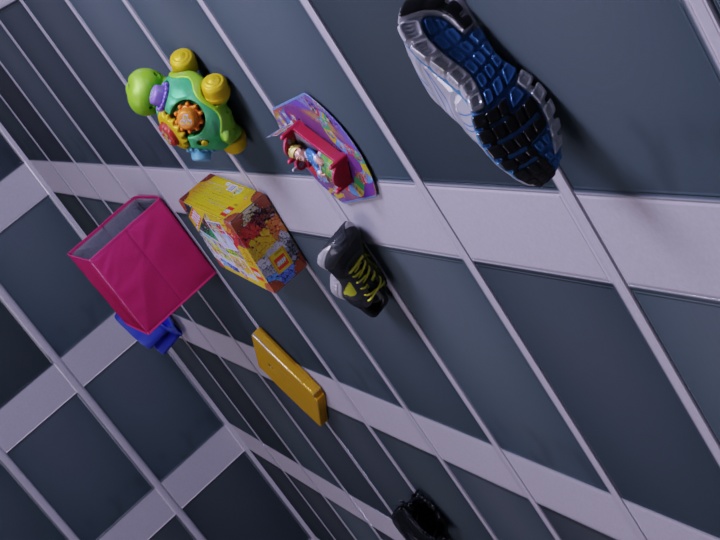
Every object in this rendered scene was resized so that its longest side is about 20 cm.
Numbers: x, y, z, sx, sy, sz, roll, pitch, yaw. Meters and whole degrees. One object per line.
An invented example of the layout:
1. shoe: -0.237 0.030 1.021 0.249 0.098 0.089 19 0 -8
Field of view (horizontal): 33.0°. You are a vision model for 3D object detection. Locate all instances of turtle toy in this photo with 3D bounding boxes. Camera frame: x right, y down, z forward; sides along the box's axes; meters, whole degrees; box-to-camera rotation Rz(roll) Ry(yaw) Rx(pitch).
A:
1. turtle toy: -0.253 -0.232 1.730 0.200 0.101 0.146 39 160 30

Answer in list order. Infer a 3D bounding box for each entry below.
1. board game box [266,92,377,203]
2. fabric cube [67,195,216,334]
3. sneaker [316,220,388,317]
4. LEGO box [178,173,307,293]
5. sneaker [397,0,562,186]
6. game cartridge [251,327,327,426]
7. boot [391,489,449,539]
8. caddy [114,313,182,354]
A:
1. board game box: -0.059 -0.141 1.544 0.159 0.039 0.200 54 163 -12
2. fabric cube: -0.454 -0.016 2.520 0.200 0.200 0.196 53 162 -19
3. sneaker: 0.000 0.000 1.669 0.084 0.075 0.200 36 168 19
4. LEGO box: -0.193 -0.063 1.979 0.199 0.077 0.150 23 148 55
5. sneaker: 0.107 -0.155 1.082 0.201 0.075 0.087 54 171 10
6. game cartridge: -0.146 0.225 2.553 0.200 0.032 0.177 41 161 18
7. boot: 0.143 0.527 2.409 0.199 0.073 0.163 48 160 6
8. caddy: -0.566 0.133 3.274 0.199 0.105 0.141 38 -176 32
